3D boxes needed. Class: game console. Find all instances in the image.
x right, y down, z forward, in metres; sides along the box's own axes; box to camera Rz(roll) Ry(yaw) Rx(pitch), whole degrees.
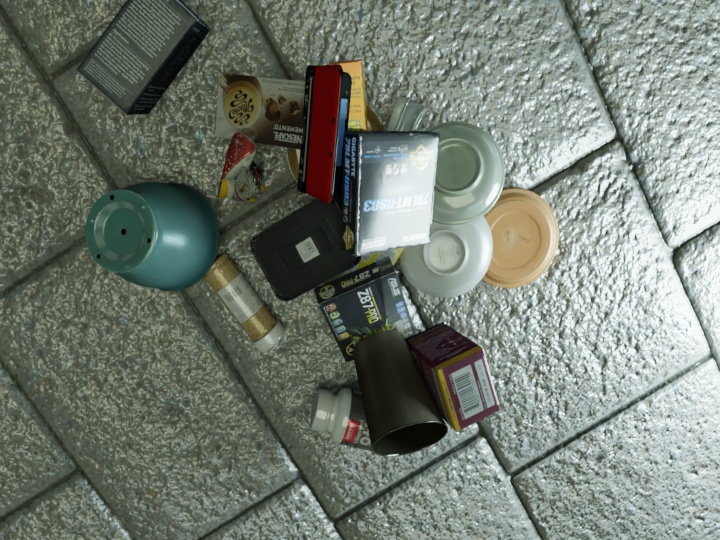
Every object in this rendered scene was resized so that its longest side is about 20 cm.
[{"bbox_3d":[-0.035,-0.224,1.040,0.116,0.171,0.207,15,106,31],"label":"game console"}]

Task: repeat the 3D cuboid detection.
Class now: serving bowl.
[{"bbox_3d":[0.164,-0.041,1.242,0.193,0.066,0.207,1,102,6],"label":"serving bowl"}]

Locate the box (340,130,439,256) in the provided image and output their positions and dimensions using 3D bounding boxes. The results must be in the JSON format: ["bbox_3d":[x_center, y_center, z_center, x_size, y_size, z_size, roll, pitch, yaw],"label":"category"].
[{"bbox_3d":[0.053,-0.139,1.110,0.196,0.049,0.205,-10,108,-41],"label":"box"}]

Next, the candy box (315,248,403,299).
[{"bbox_3d":[0.000,0.000,1.253,0.100,0.027,0.203,29,113,-6],"label":"candy box"}]

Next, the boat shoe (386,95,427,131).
[{"bbox_3d":[0.073,-0.216,1.178,0.070,0.070,0.207,18,97,6],"label":"boat shoe"}]

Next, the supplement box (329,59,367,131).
[{"bbox_3d":[-0.019,-0.275,1.164,0.064,0.069,0.207,-5,105,-1],"label":"supplement box"}]

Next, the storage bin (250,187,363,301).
[{"bbox_3d":[-0.090,-0.049,1.190,0.196,0.094,0.138,-27,98,22],"label":"storage bin"}]

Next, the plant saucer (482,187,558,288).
[{"bbox_3d":[0.308,-0.063,1.284,0.193,0.032,0.207,-1,104,-5],"label":"plant saucer"}]

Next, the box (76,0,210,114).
[{"bbox_3d":[-0.368,-0.383,1.095,0.106,0.149,0.201,39,97,-12],"label":"box"}]

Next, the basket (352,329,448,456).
[{"bbox_3d":[0.063,0.231,1.220,0.135,0.204,0.178,-39,144,27],"label":"basket"}]

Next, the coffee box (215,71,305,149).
[{"bbox_3d":[-0.155,-0.282,1.131,0.195,0.079,0.117,13,104,21],"label":"coffee box"}]

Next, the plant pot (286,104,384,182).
[{"bbox_3d":[-0.045,-0.232,1.219,0.193,0.028,0.207,-1,102,-5],"label":"plant pot"}]

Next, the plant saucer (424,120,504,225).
[{"bbox_3d":[0.176,-0.191,1.195,0.193,0.050,0.207,-1,80,6],"label":"plant saucer"}]

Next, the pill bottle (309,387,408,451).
[{"bbox_3d":[-0.001,0.306,1.302,0.194,0.111,0.114,15,102,-8],"label":"pill bottle"}]

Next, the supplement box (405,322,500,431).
[{"bbox_3d":[0.174,0.202,1.241,0.101,0.200,0.134,-22,105,-11],"label":"supplement box"}]

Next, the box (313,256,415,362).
[{"bbox_3d":[0.012,0.081,1.237,0.157,0.050,0.203,-23,136,-2],"label":"box"}]

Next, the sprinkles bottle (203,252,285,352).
[{"bbox_3d":[-0.231,0.063,1.250,0.067,0.068,0.202,-34,103,4],"label":"sprinkles bottle"}]

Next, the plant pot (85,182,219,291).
[{"bbox_3d":[-0.377,-0.065,1.119,0.193,0.188,0.207,0,89,11],"label":"plant pot"}]

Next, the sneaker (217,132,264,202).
[{"bbox_3d":[-0.207,-0.182,1.145,0.080,0.200,0.080,13,73,-13],"label":"sneaker"}]
